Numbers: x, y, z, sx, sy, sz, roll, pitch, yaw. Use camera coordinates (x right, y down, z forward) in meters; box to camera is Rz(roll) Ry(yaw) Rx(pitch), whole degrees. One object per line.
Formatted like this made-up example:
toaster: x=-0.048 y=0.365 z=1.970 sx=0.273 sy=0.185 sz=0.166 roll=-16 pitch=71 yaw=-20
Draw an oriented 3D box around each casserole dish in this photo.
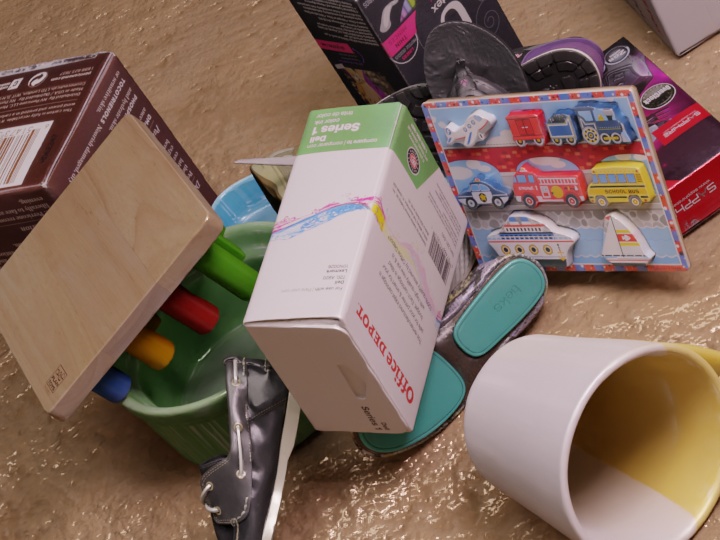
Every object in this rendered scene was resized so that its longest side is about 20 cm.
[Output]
casserole dish: x=-0.049 y=-0.051 z=1.824 sx=0.200 sy=0.039 sz=0.121 roll=-23 pitch=40 yaw=17

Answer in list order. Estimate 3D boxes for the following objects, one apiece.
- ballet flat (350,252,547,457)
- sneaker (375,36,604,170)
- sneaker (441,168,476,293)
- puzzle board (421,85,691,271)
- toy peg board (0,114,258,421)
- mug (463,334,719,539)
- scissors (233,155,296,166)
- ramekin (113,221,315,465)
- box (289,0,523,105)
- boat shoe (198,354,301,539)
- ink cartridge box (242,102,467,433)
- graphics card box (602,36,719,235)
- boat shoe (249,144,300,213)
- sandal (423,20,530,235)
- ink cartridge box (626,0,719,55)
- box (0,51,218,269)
ballet flat: x=0.064 y=0.067 z=1.603 sx=0.200 sy=0.072 sz=0.072 roll=-45 pitch=39 yaw=-12
sneaker: x=0.106 y=-0.139 z=1.705 sx=0.200 sy=0.076 sz=0.088 roll=-13 pitch=19 yaw=18
sneaker: x=0.050 y=-0.028 z=1.705 sx=0.082 sy=0.074 sz=0.200 roll=2 pitch=41 yaw=45
puzzle board: x=0.144 y=-0.064 z=1.574 sx=0.200 sy=0.151 sz=0.017 roll=1 pitch=30 yaw=43
toy peg board: x=-0.183 y=0.011 z=1.673 sx=0.199 sy=0.098 sz=0.200 roll=-50 pitch=36 yaw=7
mug: x=0.164 y=0.113 z=1.438 sx=0.153 sy=0.186 sz=0.150 roll=15 pitch=92 yaw=55
scissors: x=-0.015 y=-0.088 z=1.726 sx=0.073 sy=0.200 sz=0.014 roll=48 pitch=128 yaw=21
ramekin: x=-0.099 y=0.066 z=1.689 sx=0.200 sy=0.098 sz=0.200 roll=-21 pitch=40 yaw=18
box: x=0.045 y=-0.205 z=1.781 sx=0.106 sy=0.200 sz=0.122 roll=20 pitch=63 yaw=47
boat shoe: x=-0.090 y=0.163 z=1.552 sx=0.072 sy=0.067 sz=0.201 roll=153 pitch=128 yaw=-80
ink cartridge box: x=0.000 y=0.000 z=1.533 sx=0.084 sy=0.145 sz=0.200 roll=-2 pitch=52 yaw=26
graphics card box: x=0.214 y=-0.097 z=1.663 sx=0.125 sy=0.051 sz=0.200 roll=-36 pitch=36 yaw=1
boat shoe: x=-0.031 y=-0.055 z=1.730 sx=0.063 sy=0.073 sz=0.201 roll=-33 pitch=28 yaw=-6
sandal: x=0.108 y=-0.103 z=1.636 sx=0.075 sy=0.201 sz=0.048 roll=-21 pitch=7 yaw=13
ink cartridge box: x=0.239 y=-0.298 z=1.777 sx=0.086 sy=0.147 sz=0.200 roll=-31 pitch=38 yaw=3
box: x=-0.261 y=-0.061 z=1.861 sx=0.166 sy=0.200 sz=0.164 roll=-7 pitch=46 yaw=31
